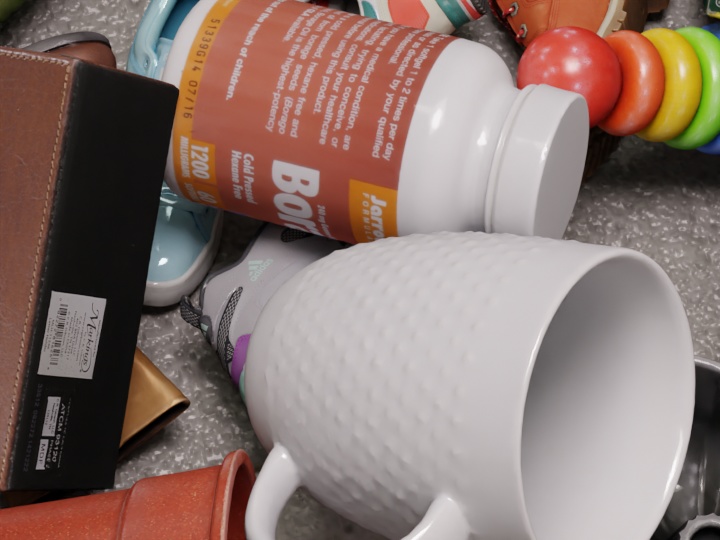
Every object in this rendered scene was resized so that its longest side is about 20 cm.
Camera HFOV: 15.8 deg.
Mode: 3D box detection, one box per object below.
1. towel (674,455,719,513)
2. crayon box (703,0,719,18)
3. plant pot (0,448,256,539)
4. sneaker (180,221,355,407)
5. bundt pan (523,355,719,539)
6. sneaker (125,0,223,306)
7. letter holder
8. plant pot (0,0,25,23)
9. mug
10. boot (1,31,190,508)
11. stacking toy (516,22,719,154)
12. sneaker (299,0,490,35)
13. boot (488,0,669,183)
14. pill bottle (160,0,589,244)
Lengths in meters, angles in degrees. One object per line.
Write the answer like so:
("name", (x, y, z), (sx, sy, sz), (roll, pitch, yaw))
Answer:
("towel", (0.094, 0.155, 1.293), (0.144, 0.024, 0.201), (16, 61, 7))
("crayon box", (0.285, -0.167, 1.411), (0.199, 0.059, 0.173), (9, 20, 2))
("plant pot", (-0.143, 0.188, 1.176), (0.194, 0.201, 0.202), (-4, 60, 4))
("sneaker", (0.000, 0.000, 1.348), (0.199, 0.078, 0.140), (-18, 46, -31))
("bundt pan", (0.165, 0.145, 1.245), (0.200, 0.076, 0.203), (-1, 62, 1))
("sneaker", (-0.103, -0.082, 1.384), (0.073, 0.082, 0.201), (4, 61, 1))
("letter holder", (-0.186, -0.006, 1.250), (0.141, 0.100, 0.201), (10, 91, 25))
("plant pot", (-0.242, -0.186, 1.394), (0.200, 0.201, 0.190), (40, 53, 18))
("mug", (0.027, 0.071, 1.166), (0.175, 0.148, 0.200), (8, 46, 37))
("boot", (-0.155, -0.003, 1.328), (0.188, 0.069, 0.200), (-38, 68, -8))
("stacking toy", (0.168, -0.099, 1.361), (0.199, 0.085, 0.086), (3, 56, -33))
("sneaker", (-0.011, -0.189, 1.456), (0.093, 0.070, 0.200), (-37, 55, 4))
("boot", (0.106, -0.134, 1.438), (0.107, 0.075, 0.201), (10, 60, 18))
("pill bottle", (0.007, -0.068, 1.293), (0.199, 0.112, 0.113), (15, 60, 18))
